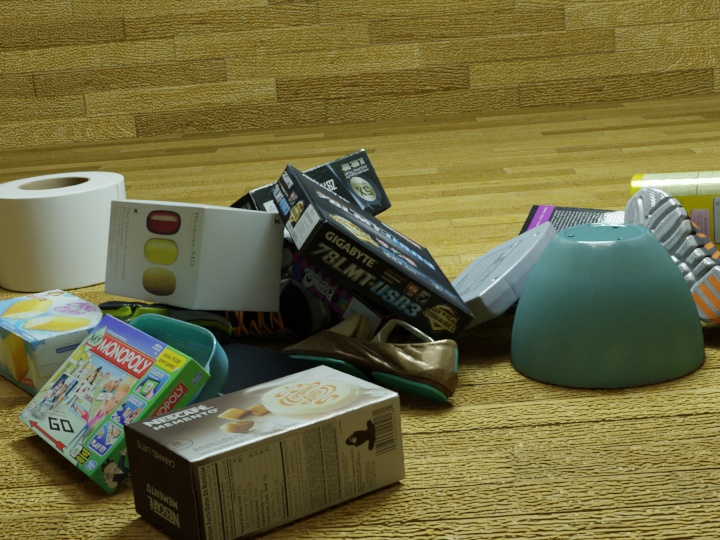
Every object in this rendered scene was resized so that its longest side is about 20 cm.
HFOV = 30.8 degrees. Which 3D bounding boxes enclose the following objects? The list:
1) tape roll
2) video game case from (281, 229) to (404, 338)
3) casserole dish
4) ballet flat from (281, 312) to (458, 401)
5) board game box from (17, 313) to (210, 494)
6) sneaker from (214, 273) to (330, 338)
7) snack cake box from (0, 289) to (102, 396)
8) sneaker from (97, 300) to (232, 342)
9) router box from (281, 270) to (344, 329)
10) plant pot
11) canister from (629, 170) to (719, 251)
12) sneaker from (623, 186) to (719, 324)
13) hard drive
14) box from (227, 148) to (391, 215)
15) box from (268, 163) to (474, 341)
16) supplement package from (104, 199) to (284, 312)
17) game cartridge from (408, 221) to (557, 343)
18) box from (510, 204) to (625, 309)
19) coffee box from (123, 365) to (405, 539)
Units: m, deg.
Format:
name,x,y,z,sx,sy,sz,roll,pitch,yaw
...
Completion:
name,x,y,z,sx,sy,sz,roll,pitch,yaw
tape roll,-0.440,-0.061,1.917,0.202,0.139,0.203,-5,14,1
video game case,0.000,0.000,1.508,0.181,0.036,0.200,37,22,20
casserole dish,-0.193,0.108,1.249,0.200,0.039,0.121,10,65,51
ballet flat,0.014,0.081,1.314,0.200,0.072,0.068,6,-26,35
board game box,-0.232,0.117,1.206,0.135,0.029,0.200,-51,31,-14
sneaker,-0.116,0.049,1.515,0.200,0.078,0.077,-5,12,42
snack cake box,-0.351,0.078,1.476,0.115,0.067,0.200,-15,17,-33
sneaker,-0.216,0.078,1.431,0.074,0.081,0.200,7,-1,34
router box,-0.036,0.018,1.641,0.157,0.052,0.200,4,17,34
plant pot,0.252,0.025,1.350,0.200,0.135,0.200,-5,14,1
canister,0.431,-0.052,1.575,0.200,0.149,0.087,-1,9,21
sneaker,0.374,-0.005,1.451,0.112,0.078,0.200,18,35,-45
hard drive,-0.126,0.116,1.300,0.135,0.042,0.200,-16,18,-37
box,-0.089,-0.065,1.688,0.200,0.086,0.164,-24,-3,-39
box,0.008,-0.020,1.381,0.200,0.050,0.199,32,13,-21
supplement package,-0.186,-0.018,1.452,0.109,0.114,0.200,3,2,-39
game cartridge,0.148,0.014,1.469,0.133,0.041,0.200,-32,6,41
box,0.269,-0.010,1.546,0.200,0.036,0.143,6,53,38
coffee box,-0.077,0.149,1.071,0.200,0.080,0.114,-14,17,-34
